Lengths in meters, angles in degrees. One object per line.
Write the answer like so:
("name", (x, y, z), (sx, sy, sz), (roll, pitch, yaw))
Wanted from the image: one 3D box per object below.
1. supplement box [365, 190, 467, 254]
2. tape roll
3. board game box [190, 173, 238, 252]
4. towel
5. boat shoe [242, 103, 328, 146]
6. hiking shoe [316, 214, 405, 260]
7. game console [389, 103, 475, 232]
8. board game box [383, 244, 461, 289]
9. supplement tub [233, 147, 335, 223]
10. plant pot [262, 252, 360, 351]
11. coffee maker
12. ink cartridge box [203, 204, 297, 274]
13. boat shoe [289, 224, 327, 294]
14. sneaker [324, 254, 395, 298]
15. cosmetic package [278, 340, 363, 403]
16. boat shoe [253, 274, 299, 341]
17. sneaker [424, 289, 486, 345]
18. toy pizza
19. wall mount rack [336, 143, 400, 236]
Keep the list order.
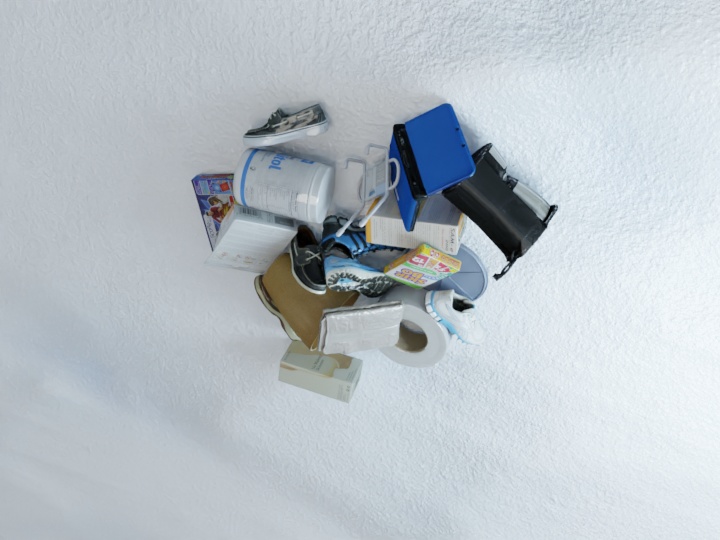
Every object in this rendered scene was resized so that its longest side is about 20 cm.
("supplement box", (0.122, -0.106, 1.600), (0.198, 0.126, 0.074), (9, 125, 15))
("tape roll", (0.121, 0.135, 1.776), (0.200, 0.071, 0.204), (14, 131, 16))
("board game box", (-0.317, -0.133, 1.800), (0.134, 0.035, 0.202), (2, 122, 20))
("towel", (0.001, 0.129, 1.689), (0.198, 0.035, 0.133), (-7, 135, -16))
("boat shoe", (-0.165, -0.316, 1.615), (0.198, 0.072, 0.072), (-10, 109, 14))
("hiking shoe", (0.006, -0.058, 1.679), (0.198, 0.088, 0.075), (11, 161, 3))
("game console", (0.136, -0.206, 1.507), (0.117, 0.202, 0.171), (-5, 145, -11))
("board game box", (0.127, -0.003, 1.627), (0.095, 0.030, 0.200), (24, 160, -17))
("supplement tub", (-0.168, -0.188, 1.651), (0.198, 0.132, 0.133), (13, 125, 10))
("plant pot", (-0.132, 0.057, 1.782), (0.199, 0.186, 0.187), (38, 127, 9))
("coffee maker", (0.267, -0.126, 1.494), (0.200, 0.193, 0.135), (41, 140, -7))
("ink cartridge box", (-0.260, -0.070, 1.759), (0.161, 0.051, 0.200), (10, 147, -30))
("boat shoe", (-0.118, -0.025, 1.707), (0.071, 0.201, 0.068), (6, 128, -25))
("sneaker", (0.000, 0.000, 1.714), (0.199, 0.090, 0.078), (14, 131, -40))
("cosmetic package", (-0.102, 0.258, 1.933), (0.198, 0.105, 0.072), (16, 124, 8))
("boat shoe", (-0.185, 0.082, 1.876), (0.074, 0.075, 0.203), (-24, 119, 20))
("sneaker", (0.235, 0.106, 1.695), (0.086, 0.076, 0.199), (-19, 137, 40))
("toy pizza", (0.193, -0.003, 1.686), (0.198, 0.032, 0.201), (17, 137, 16))
("wall mount rack", (0.008, -0.162, 1.561), (0.074, 0.176, 0.200), (6, 170, -24))
